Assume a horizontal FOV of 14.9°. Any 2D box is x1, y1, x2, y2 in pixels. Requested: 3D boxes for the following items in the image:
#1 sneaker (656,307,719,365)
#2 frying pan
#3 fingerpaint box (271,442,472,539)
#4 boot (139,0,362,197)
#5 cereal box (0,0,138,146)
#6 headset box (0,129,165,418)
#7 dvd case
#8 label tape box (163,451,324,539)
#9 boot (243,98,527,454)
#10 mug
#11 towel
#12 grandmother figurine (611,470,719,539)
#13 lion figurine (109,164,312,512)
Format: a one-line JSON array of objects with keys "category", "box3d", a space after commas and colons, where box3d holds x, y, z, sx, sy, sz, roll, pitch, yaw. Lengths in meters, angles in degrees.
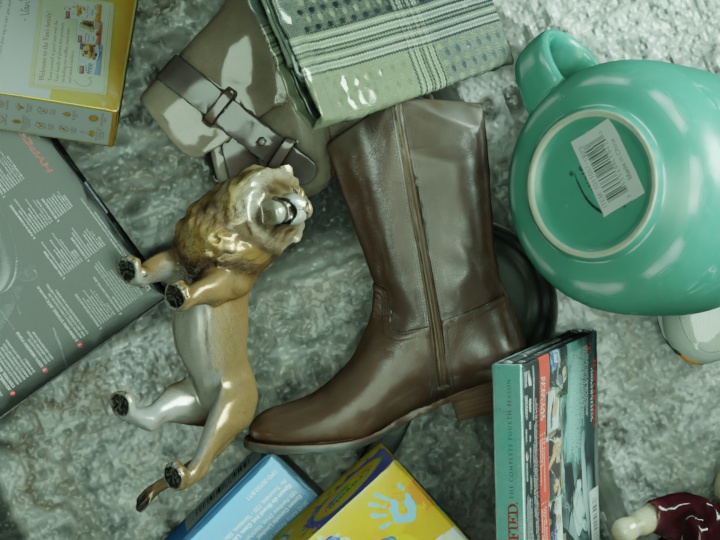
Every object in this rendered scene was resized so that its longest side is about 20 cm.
[{"category": "sneaker", "box3d": [0.244, -0.034, 1.684, 0.076, 0.092, 0.200, 24, 93, -7]}, {"category": "frying pan", "box3d": [0.059, 0.058, 1.705, 0.115, 0.031, 0.190, 8, 105, 1]}, {"category": "fingerpaint box", "box3d": [-0.003, 0.231, 1.629, 0.200, 0.073, 0.167, -43, 99, -1]}, {"category": "boot", "box3d": [-0.068, -0.137, 1.662, 0.146, 0.070, 0.200, -32, 96, 0]}, {"category": "cereal box", "box3d": [-0.233, -0.150, 1.621, 0.200, 0.040, 0.144, 9, 51, -4]}, {"category": "headset box", "box3d": [-0.239, 0.013, 1.654, 0.200, 0.077, 0.149, -36, 96, 0]}, {"category": "dvd case", "box3d": [0.112, 0.115, 1.634, 0.022, 0.200, 0.146, 0, 95, 18]}, {"category": "label tape box", "box3d": [-0.037, 0.224, 1.695, 0.143, 0.066, 0.200, -45, 99, 0]}, {"category": "boot", "box3d": [0.000, 0.000, 1.651, 0.186, 0.064, 0.200, -14, 103, -6]}, {"category": "mug", "box3d": [0.152, -0.054, 1.638, 0.185, 0.114, 0.152, 19, 100, 32]}, {"category": "towel", "box3d": [-0.007, -0.186, 1.616, 0.035, 0.200, 0.193, -23, 88, 42]}, {"category": "grandmother figurine", "box3d": [0.198, 0.184, 1.716, 0.200, 0.061, 0.121, -48, 131, -4]}, {"category": "lion figurine", "box3d": [-0.087, 0.038, 1.626, 0.072, 0.122, 0.200, 21, 113, 29]}]
